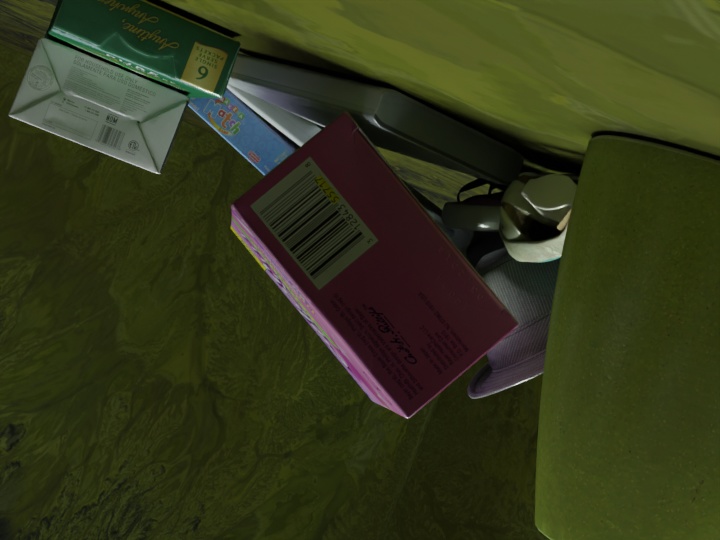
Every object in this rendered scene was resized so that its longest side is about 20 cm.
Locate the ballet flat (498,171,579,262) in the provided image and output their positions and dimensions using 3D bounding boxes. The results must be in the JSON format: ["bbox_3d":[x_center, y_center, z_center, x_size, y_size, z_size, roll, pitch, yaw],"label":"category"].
[{"bbox_3d":[0.125,-0.042,0.870,0.062,0.068,0.200,31,173,-15],"label":"ballet flat"}]

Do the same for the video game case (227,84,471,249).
[{"bbox_3d":[-0.007,-0.093,1.134,0.200,0.024,0.182,39,-173,18],"label":"video game case"}]

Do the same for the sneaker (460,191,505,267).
[{"bbox_3d":[0.155,-0.034,1.243,0.075,0.106,0.200,59,-160,-16],"label":"sneaker"}]

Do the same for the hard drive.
[{"bbox_3d":[0.004,-0.109,0.950,0.132,0.026,0.200,20,-178,-38],"label":"hard drive"}]

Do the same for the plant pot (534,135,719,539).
[{"bbox_3d":[0.169,0.057,0.696,0.187,0.200,0.187,22,-179,0],"label":"plant pot"}]

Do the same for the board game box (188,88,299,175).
[{"bbox_3d":[-0.080,-0.118,1.194,0.151,0.037,0.200,43,-171,15],"label":"board game box"}]

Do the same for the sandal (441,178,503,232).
[{"bbox_3d":[0.111,-0.059,1.090,0.082,0.050,0.203,6,-173,7],"label":"sandal"}]

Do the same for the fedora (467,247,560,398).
[{"bbox_3d":[0.149,0.011,1.038,0.200,0.090,0.177,-29,179,-36],"label":"fedora"}]

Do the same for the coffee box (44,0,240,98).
[{"bbox_3d":[-0.160,-0.164,0.963,0.123,0.044,0.200,22,-178,-15],"label":"coffee box"}]

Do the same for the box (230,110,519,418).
[{"bbox_3d":[0.000,0.000,0.933,0.176,0.097,0.200,51,175,-2],"label":"box"}]

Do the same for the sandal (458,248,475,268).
[{"bbox_3d":[0.057,0.017,1.103,0.080,0.054,0.200,-12,148,40],"label":"sandal"}]

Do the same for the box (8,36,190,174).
[{"bbox_3d":[-0.197,-0.125,1.031,0.116,0.060,0.200,21,-178,-10],"label":"box"}]
